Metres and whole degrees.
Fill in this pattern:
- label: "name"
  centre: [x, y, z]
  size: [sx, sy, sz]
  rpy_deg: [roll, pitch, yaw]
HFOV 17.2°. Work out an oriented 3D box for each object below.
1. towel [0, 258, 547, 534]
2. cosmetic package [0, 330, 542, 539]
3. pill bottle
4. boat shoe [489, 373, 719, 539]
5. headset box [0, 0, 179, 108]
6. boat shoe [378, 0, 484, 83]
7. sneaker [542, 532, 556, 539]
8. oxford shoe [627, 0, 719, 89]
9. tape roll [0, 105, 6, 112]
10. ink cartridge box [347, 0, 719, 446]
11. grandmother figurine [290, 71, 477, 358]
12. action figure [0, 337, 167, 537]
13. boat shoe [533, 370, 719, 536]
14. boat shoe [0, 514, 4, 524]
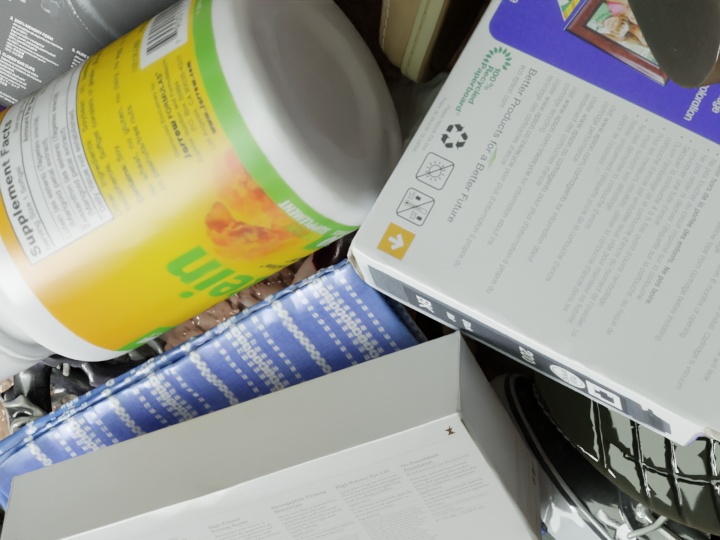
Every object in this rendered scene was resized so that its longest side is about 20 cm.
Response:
- label: "towel"
  centre: [-0.043, 0.093, 0.981]
  size: [0.199, 0.024, 0.145]
  rpy_deg: [-29, 105, 23]
- label: "cosmetic package"
  centre: [-0.035, 0.094, 0.935]
  size: [0.199, 0.051, 0.083]
  rpy_deg: [-18, 130, 18]
- label: "pill bottle"
  centre: [-0.091, -0.031, 0.959]
  size: [0.199, 0.111, 0.112]
  rpy_deg: [-28, 95, 26]
- label: "boat shoe"
  centre: [0.132, 0.107, 0.996]
  size: [0.068, 0.073, 0.200]
  rpy_deg: [-49, 68, 20]
- label: "headset box"
  centre: [-0.093, -0.154, 1.001]
  size: [0.148, 0.077, 0.201]
  rpy_deg: [26, 121, 1]
- label: "boat shoe"
  centre: [0.030, -0.176, 0.942]
  size: [0.064, 0.071, 0.202]
  rpy_deg: [16, 108, 14]
- label: "sneaker"
  centre: [0.083, 0.168, 1.063]
  size: [0.200, 0.071, 0.099]
  rpy_deg: [47, 153, -15]
- label: "oxford shoe"
  centre: [0.123, -0.156, 0.883]
  size: [0.071, 0.071, 0.201]
  rpy_deg: [121, 137, -57]
- label: "tape roll"
  centre: [-0.254, -0.050, 1.164]
  size: [0.199, 0.066, 0.202]
  rpy_deg: [12, 116, 26]
- label: "ink cartridge box"
  centre: [0.127, -0.043, 0.890]
  size: [0.199, 0.043, 0.199]
  rpy_deg: [27, 80, 21]
- label: "grandmother figurine"
  centre: [0.000, 0.000, 1.045]
  size: [0.120, 0.061, 0.201]
  rpy_deg: [20, 119, -9]
- label: "action figure"
  centre: [-0.124, 0.057, 1.100]
  size: [0.119, 0.101, 0.202]
  rpy_deg: [-155, 71, -66]
- label: "boat shoe"
  centre: [0.164, 0.069, 0.954]
  size: [0.199, 0.074, 0.076]
  rpy_deg: [30, 111, 5]
- label: "boat shoe"
  centre: [-0.234, 0.117, 1.224]
  size: [0.200, 0.069, 0.057]
  rpy_deg: [40, 116, 3]
